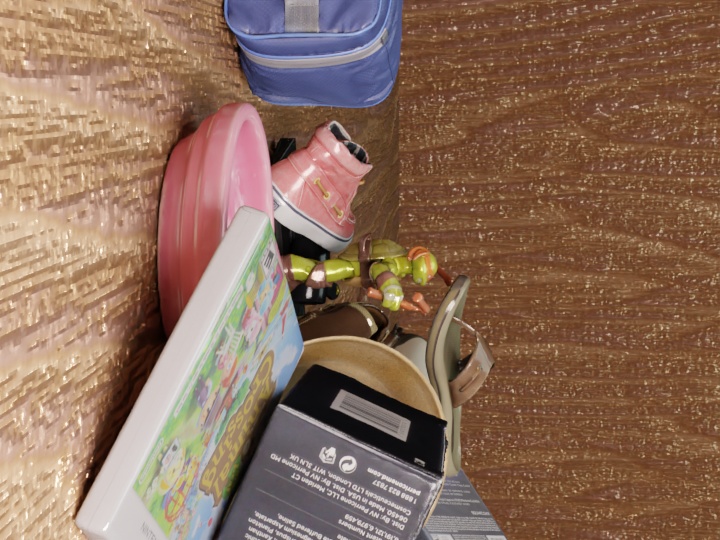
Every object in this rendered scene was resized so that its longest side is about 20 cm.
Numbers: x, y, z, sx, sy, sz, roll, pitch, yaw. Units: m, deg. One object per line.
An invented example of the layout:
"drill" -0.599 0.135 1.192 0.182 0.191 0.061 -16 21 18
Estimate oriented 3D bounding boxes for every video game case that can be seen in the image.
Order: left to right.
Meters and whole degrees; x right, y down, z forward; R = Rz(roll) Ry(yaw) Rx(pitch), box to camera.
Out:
"video game case" -0.090 0.089 0.794 0.182 0.022 0.201 81 31 -62
"video game case" 0.056 0.190 1.267 0.143 0.019 0.200 16 33 -52

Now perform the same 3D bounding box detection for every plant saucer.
"plant saucer" -0.097 -0.013 0.915 0.201 0.051 0.202 1 90 -85
"plant saucer" -0.028 0.146 1.057 0.035 0.199 0.201 -157 -115 -66

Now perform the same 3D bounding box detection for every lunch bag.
"lunch bag" -0.034 -0.248 1.105 0.132 0.135 0.201 78 14 -69

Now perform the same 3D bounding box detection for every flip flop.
"flip flop" 0.095 0.098 1.240 0.081 0.057 0.201 -45 137 -65

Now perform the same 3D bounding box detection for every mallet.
"mallet" -0.042 0.020 1.388 0.200 0.041 0.066 67 27 -74

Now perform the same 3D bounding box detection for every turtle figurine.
"turtle figurine" 0.000 0.000 1.202 0.200 0.160 0.065 -67 152 -78

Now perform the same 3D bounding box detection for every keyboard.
"keyboard" -0.071 -0.037 1.354 0.127 0.020 0.201 -66 157 -62

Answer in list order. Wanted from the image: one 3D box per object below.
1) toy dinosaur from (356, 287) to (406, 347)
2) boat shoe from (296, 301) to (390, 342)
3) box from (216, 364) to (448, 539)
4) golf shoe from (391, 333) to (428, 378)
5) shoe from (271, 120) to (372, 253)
"toy dinosaur" -0.024 0.093 1.523 0.135 0.086 0.200 -41 169 -37
"boat shoe" -0.024 0.057 1.228 0.075 0.075 0.202 50 14 7
"box" -0.032 0.186 0.916 0.197 0.117 0.201 -34 148 -84
"golf shoe" 0.058 0.155 1.415 0.077 0.088 0.201 41 50 -36
"shoe" -0.024 -0.077 1.251 0.072 0.091 0.200 52 9 16
